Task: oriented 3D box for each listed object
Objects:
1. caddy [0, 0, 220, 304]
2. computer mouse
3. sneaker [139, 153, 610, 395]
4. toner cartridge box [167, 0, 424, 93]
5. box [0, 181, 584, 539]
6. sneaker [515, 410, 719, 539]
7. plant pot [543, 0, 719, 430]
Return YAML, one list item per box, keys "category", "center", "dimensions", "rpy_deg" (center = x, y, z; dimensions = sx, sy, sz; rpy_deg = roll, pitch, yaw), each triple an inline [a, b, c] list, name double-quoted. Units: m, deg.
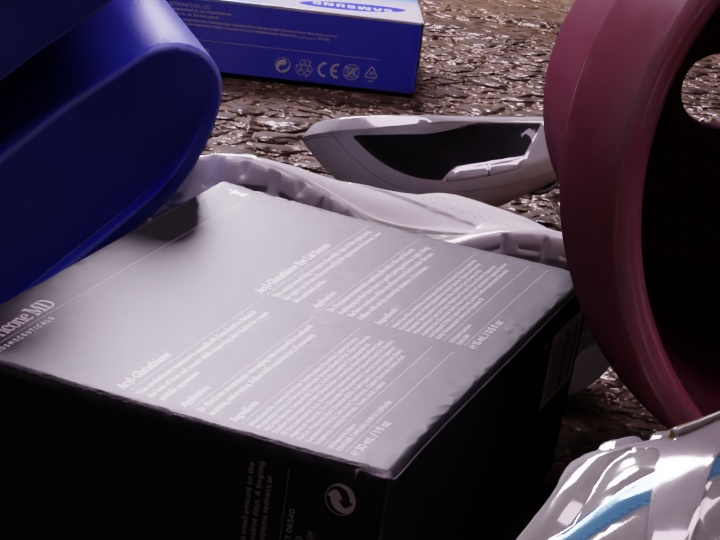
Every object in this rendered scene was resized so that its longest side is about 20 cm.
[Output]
- category: "caddy"
  center: [-0.148, -0.064, 0.811]
  dimensions: [0.200, 0.142, 0.105]
  rpy_deg: [-39, 38, -9]
- category: "computer mouse"
  center: [0.070, -0.046, 1.072]
  dimensions: [0.198, 0.044, 0.110]
  rpy_deg: [-1, -1, -13]
- category: "sneaker"
  center: [0.000, 0.000, 0.894]
  dimensions: [0.199, 0.078, 0.099]
  rpy_deg: [15, 10, -3]
- category: "toner cartridge box"
  center: [-0.067, -0.141, 1.313]
  dimensions: [0.198, 0.043, 0.095]
  rpy_deg: [6, 20, -5]
- category: "box"
  center: [-0.026, 0.044, 0.722]
  dimensions: [0.140, 0.079, 0.200]
  rpy_deg: [17, 21, 17]
- category: "sneaker"
  center: [0.103, 0.065, 0.632]
  dimensions: [0.199, 0.077, 0.081]
  rpy_deg: [-32, 34, -26]
- category: "plant pot"
  center: [0.145, -0.040, 0.748]
  dimensions: [0.198, 0.202, 0.179]
  rpy_deg: [3, 14, -14]
